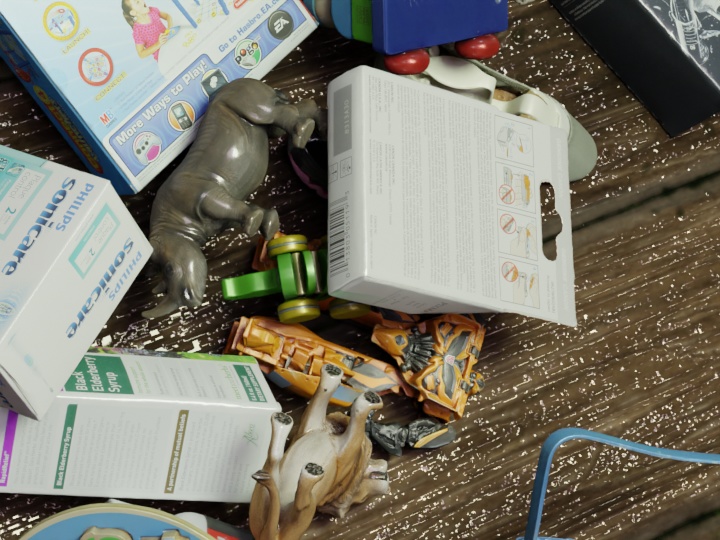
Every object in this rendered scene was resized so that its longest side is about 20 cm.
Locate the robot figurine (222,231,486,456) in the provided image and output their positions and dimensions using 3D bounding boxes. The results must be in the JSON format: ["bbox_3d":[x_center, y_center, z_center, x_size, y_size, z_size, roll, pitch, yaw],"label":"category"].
[{"bbox_3d":[0.006,0.052,1.669,0.199,0.058,0.146,21,71,-15],"label":"robot figurine"}]

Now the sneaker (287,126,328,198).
[{"bbox_3d":[0.046,-0.082,1.697,0.199,0.095,0.079,14,75,-16],"label":"sneaker"}]

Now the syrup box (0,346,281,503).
[{"bbox_3d":[-0.165,0.105,1.566,0.199,0.079,0.082,6,113,-20],"label":"syrup box"}]

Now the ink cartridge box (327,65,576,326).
[{"bbox_3d":[0.066,-0.046,1.624,0.199,0.050,0.162,14,66,-37],"label":"ink cartridge box"}]

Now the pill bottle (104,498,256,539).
[{"bbox_3d":[-0.096,0.235,1.557,0.199,0.116,0.116,21,71,-14],"label":"pill bottle"}]

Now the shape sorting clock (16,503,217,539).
[{"bbox_3d":[-0.152,0.245,1.477,0.199,0.039,0.201,2,111,5],"label":"shape sorting clock"}]

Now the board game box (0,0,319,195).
[{"bbox_3d":[-0.163,-0.192,1.635,0.200,0.056,0.196,-44,110,-22],"label":"board game box"}]

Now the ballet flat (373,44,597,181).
[{"bbox_3d":[0.105,-0.125,1.745,0.199,0.064,0.068,23,68,-15],"label":"ballet flat"}]

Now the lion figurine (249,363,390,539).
[{"bbox_3d":[-0.039,0.146,1.564,0.072,0.123,0.200,30,30,17],"label":"lion figurine"}]

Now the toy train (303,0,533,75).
[{"bbox_3d":[0.063,-0.210,1.705,0.199,0.116,0.085,-16,113,-37],"label":"toy train"}]

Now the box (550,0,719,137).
[{"bbox_3d":[0.273,-0.247,1.815,0.182,0.104,0.200,46,67,-7],"label":"box"}]

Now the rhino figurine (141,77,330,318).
[{"bbox_3d":[-0.102,-0.051,1.601,0.087,0.060,0.200,26,77,21],"label":"rhino figurine"}]

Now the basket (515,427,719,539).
[{"bbox_3d":[0.191,0.221,1.645,0.176,0.139,0.201,13,104,-18],"label":"basket"}]

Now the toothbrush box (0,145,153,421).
[{"bbox_3d":[-0.264,-0.006,1.507,0.199,0.085,0.147,20,65,30],"label":"toothbrush box"}]

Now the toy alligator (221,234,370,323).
[{"bbox_3d":[0.000,0.000,1.618,0.199,0.054,0.060,-5,79,-21],"label":"toy alligator"}]
